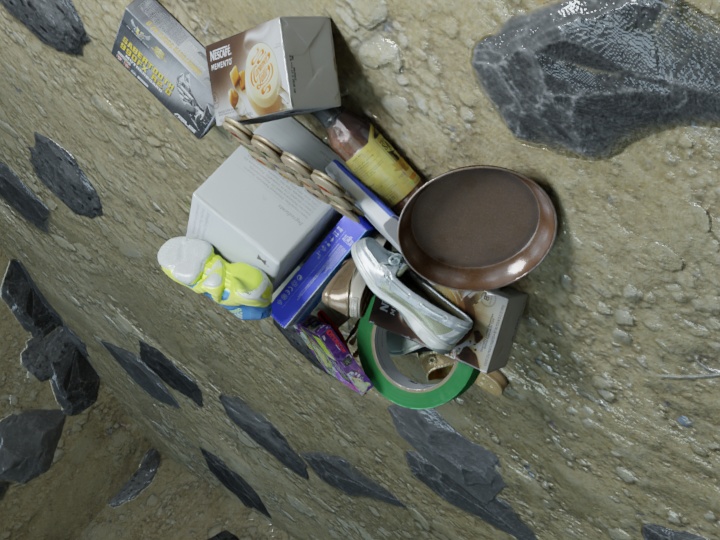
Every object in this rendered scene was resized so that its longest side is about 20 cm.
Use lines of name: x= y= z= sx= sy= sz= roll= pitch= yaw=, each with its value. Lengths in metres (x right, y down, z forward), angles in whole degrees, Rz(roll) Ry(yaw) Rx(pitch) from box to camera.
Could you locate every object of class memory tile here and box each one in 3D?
memory tile: x=-0.089 y=-0.133 z=1.351 sx=0.199 sy=0.017 sz=0.153 roll=32 pitch=175 yaw=19

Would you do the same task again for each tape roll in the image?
tape roll: x=0.093 y=0.110 z=1.549 sx=0.200 sy=0.201 sz=0.048 roll=30 pitch=-163 yaw=23

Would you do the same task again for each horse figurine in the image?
horse figurine: x=0.022 y=0.085 z=1.701 sx=0.050 sy=0.133 sz=0.200 roll=37 pitch=168 yaw=1

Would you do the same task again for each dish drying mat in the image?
dish drying mat: x=-0.032 y=0.142 z=1.692 sx=0.077 sy=0.018 sz=0.200 roll=46 pitch=166 yaw=30

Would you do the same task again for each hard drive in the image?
hard drive: x=0.031 y=-0.069 z=1.386 sx=0.132 sy=0.025 sz=0.200 roll=47 pitch=-179 yaw=-36

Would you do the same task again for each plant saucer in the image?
plant saucer: x=0.145 y=-0.057 z=1.264 sx=0.199 sy=0.035 sz=0.201 roll=0 pitch=131 yaw=0

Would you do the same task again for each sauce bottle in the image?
sauce bottle: x=0.005 y=-0.164 z=1.365 sx=0.200 sy=0.066 sz=0.066 roll=47 pitch=155 yaw=-13

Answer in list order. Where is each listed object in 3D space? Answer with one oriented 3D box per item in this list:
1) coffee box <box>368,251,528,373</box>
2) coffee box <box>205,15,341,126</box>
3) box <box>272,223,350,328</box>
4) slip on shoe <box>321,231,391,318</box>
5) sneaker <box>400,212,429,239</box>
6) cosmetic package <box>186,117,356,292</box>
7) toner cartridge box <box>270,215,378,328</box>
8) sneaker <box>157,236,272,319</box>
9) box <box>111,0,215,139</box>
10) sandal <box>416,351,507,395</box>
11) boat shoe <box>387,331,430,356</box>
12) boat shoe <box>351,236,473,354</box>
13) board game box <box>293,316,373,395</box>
coffee box: x=0.124 y=0.055 z=1.452 sx=0.199 sy=0.114 sz=0.080 roll=22 pitch=-166 yaw=28
coffee box: x=-0.118 y=-0.258 z=1.322 sx=0.199 sy=0.079 sz=0.115 roll=2 pitch=100 yaw=54
box: x=-0.056 y=0.022 z=1.699 sx=0.128 sy=0.109 sz=0.200 roll=43 pitch=155 yaw=-2
slip on shoe: x=0.000 y=0.000 z=1.486 sx=0.060 sy=0.200 sz=0.076 roll=9 pitch=127 yaw=14
sneaker: x=0.109 y=-0.062 z=1.385 sx=0.070 sy=0.076 sz=0.200 roll=44 pitch=179 yaw=14
cosmetic package: x=-0.134 y=-0.095 z=1.514 sx=0.165 sy=0.200 sz=0.165 roll=39 pitch=155 yaw=4
toner cartridge box: x=-0.054 y=-0.004 z=1.529 sx=0.043 sy=0.200 sz=0.095 roll=43 pitch=-165 yaw=9
sneaker: x=-0.211 y=0.023 z=1.489 sx=0.199 sy=0.076 sz=0.105 roll=25 pitch=152 yaw=28
box: x=-0.290 y=-0.314 z=1.566 sx=0.200 sy=0.048 sz=0.158 roll=45 pitch=156 yaw=-7
sandal: x=0.140 y=0.160 z=1.685 sx=0.211 sy=0.070 sz=0.078 roll=31 pitch=153 yaw=22
boat shoe: x=0.123 y=0.093 z=1.611 sx=0.199 sy=0.060 sz=0.076 roll=-10 pitch=88 yaw=42
boat shoe: x=0.069 y=0.024 z=1.393 sx=0.202 sy=0.074 sz=0.065 roll=48 pitch=116 yaw=14
board game box: x=-0.050 y=0.130 z=1.620 sx=0.120 sy=0.032 sz=0.200 roll=59 pitch=167 yaw=-13
